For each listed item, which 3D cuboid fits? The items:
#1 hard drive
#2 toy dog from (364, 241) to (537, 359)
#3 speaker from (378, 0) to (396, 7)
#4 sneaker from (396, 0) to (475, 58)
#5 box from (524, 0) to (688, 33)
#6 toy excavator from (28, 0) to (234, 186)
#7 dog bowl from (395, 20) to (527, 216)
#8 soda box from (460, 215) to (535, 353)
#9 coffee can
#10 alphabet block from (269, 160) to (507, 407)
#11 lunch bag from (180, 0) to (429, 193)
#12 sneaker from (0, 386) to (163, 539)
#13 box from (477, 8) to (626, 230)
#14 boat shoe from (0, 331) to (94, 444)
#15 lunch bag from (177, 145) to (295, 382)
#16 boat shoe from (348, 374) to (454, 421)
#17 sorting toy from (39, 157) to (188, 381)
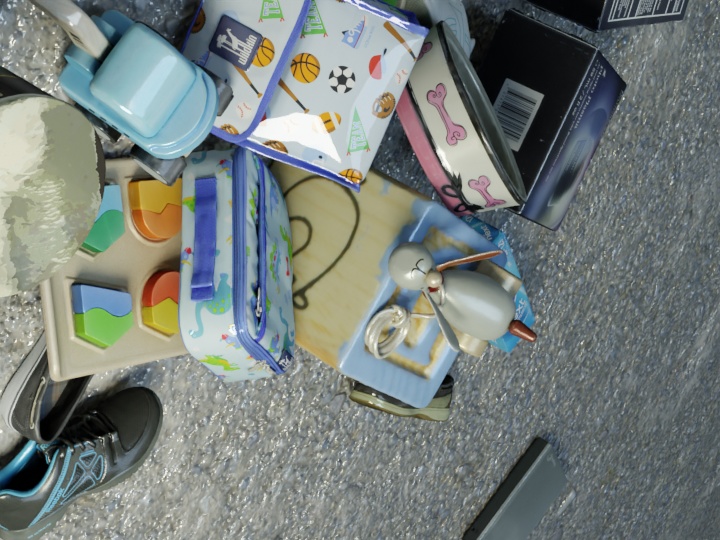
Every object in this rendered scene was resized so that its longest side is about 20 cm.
[{"bbox_3d":[0.243,0.371,2.138,0.201,0.033,0.140,-51,144,-16],"label":"hard drive"},{"bbox_3d":[0.106,0.034,1.325,0.199,0.096,0.133,-6,118,-50],"label":"toy dog"},{"bbox_3d":[-0.009,-0.237,1.350,0.088,0.088,0.202,-18,127,-44],"label":"speaker"},{"bbox_3d":[0.071,-0.268,1.457,0.081,0.070,0.201,-65,151,-20],"label":"sneaker"},{"bbox_3d":[0.311,-0.399,1.611,0.197,0.123,0.202,-14,126,-45],"label":"box"},{"bbox_3d":[-0.207,-0.178,1.111,0.100,0.193,0.200,-54,173,-9],"label":"toy excavator"},{"bbox_3d":[0.094,-0.144,1.380,0.073,0.202,0.200,-24,146,12],"label":"dog bowl"},{"bbox_3d":[0.163,0.018,1.760,0.064,0.067,0.201,-49,144,-17],"label":"soda box"},{"bbox_3d":[-0.299,-0.088,0.982,0.146,0.199,0.148,-31,136,-35],"label":"coffee can"},{"bbox_3d":[0.000,0.000,1.426,0.197,0.199,0.196,-60,145,-2],"label":"alphabet block"},{"bbox_3d":[-0.061,-0.189,1.250,0.198,0.124,0.172,22,103,-14],"label":"lunch bag"},{"bbox_3d":[-0.269,0.175,1.306,0.200,0.073,0.082,-42,151,-26],"label":"sneaker"},{"bbox_3d":[0.202,-0.168,1.586,0.202,0.122,0.198,-65,161,6],"label":"box"},{"bbox_3d":[-0.257,0.068,1.260,0.201,0.066,0.070,-57,145,-6],"label":"boat shoe"},{"bbox_3d":[-0.115,-0.005,1.279,0.161,0.081,0.203,57,29,-64],"label":"lunch bag"},{"bbox_3d":[0.055,0.147,1.718,0.200,0.071,0.067,17,90,-55],"label":"boat shoe"},{"bbox_3d":[-0.208,-0.008,1.237,0.199,0.036,0.188,-11,97,-50],"label":"sorting toy"}]
